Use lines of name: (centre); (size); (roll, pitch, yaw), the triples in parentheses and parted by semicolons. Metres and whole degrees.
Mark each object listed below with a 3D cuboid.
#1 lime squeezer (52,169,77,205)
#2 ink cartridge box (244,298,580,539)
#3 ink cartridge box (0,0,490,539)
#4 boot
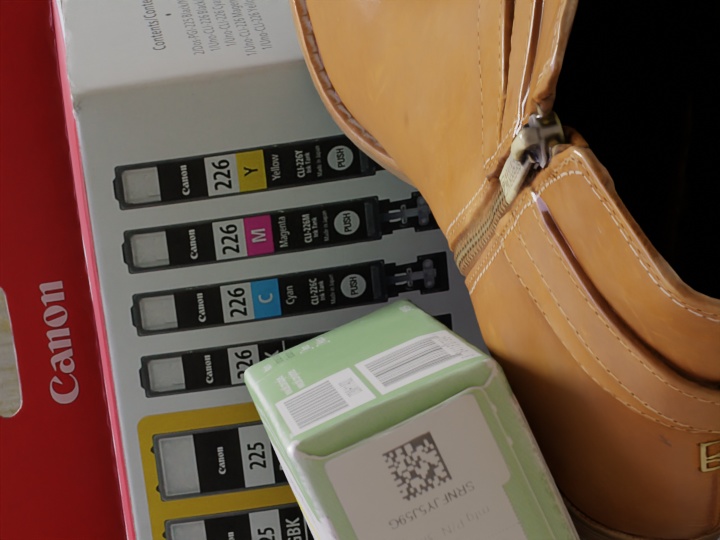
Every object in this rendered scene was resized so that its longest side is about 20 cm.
lime squeezer: (0.004, -0.033, 0.796); (0.200, 0.071, 0.038); (-9, -68, -56)
ink cartridge box: (0.041, 0.107, 0.590); (0.146, 0.048, 0.200); (-150, 36, -83)
ink cartridge box: (-0.020, 0.027, 0.716); (0.084, 0.175, 0.200); (-111, 13, -63)
boot: (0.033, -0.045, 0.556); (0.155, 0.076, 0.200); (91, 166, -69)
